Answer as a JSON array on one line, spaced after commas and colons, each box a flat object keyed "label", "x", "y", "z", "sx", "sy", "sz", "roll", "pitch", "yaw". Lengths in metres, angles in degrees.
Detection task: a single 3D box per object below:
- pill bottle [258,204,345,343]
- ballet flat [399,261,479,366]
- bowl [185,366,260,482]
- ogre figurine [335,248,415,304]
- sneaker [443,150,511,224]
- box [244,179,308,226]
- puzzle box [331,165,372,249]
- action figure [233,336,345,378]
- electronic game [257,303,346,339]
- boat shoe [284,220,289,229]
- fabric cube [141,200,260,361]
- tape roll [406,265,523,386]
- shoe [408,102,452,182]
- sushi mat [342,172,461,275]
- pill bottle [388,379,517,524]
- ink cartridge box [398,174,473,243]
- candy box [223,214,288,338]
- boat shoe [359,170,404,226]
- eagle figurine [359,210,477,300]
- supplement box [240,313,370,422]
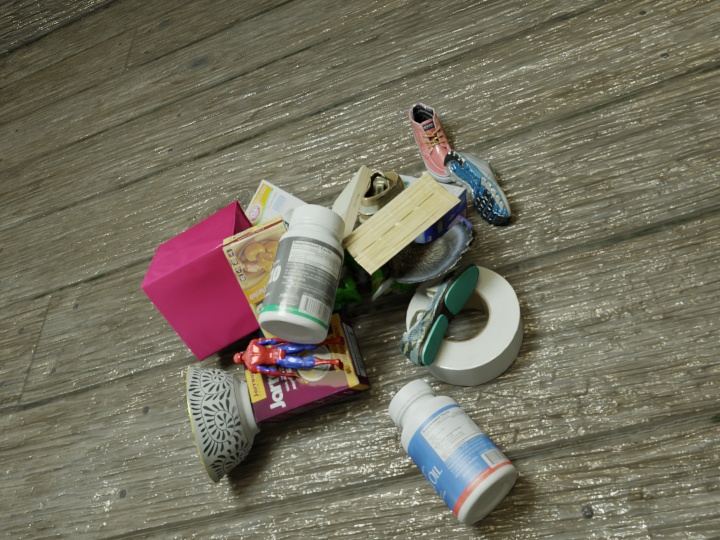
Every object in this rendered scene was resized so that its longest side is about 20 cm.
[{"label": "pill bottle", "x": -0.088, "y": 0.005, "z": 0.871, "sx": 0.111, "sy": 0.113, "sz": 0.204, "roll": 0, "pitch": 63, "yaw": 24}, {"label": "ballet flat", "x": 0.127, "y": 0.063, "z": 0.902, "sx": 0.073, "sy": 0.075, "sz": 0.202, "roll": 21, "pitch": 66, "yaw": 34}, {"label": "bowl", "x": -0.232, "y": 0.256, "z": 0.951, "sx": 0.092, "sy": 0.203, "sz": 0.203, "roll": -16, "pitch": 50, "yaw": -7}, {"label": "ogre figurine", "x": 0.000, "y": 0.000, "z": 1.072, "sx": 0.196, "sy": 0.098, "sz": 0.122, "roll": -22, "pitch": 55, "yaw": 12}, {"label": "sneaker", "x": 0.259, "y": -0.181, "z": 1.105, "sx": 0.085, "sy": 0.076, "sz": 0.202, "roll": -14, "pitch": 58, "yaw": -27}, {"label": "box", "x": -0.156, "y": -0.104, "z": 1.193, "sx": 0.198, "sy": 0.101, "sz": 0.114, "roll": 31, "pitch": 91, "yaw": 36}, {"label": "puzzle box", "x": -0.039, "y": -0.095, "z": 1.050, "sx": 0.133, "sy": 0.025, "sz": 0.203, "roll": -43, "pitch": 23, "yaw": 50}, {"label": "action figure", "x": -0.123, "y": 0.144, "z": 0.902, "sx": 0.195, "sy": 0.052, "sz": 0.067, "roll": -4, "pitch": 69, "yaw": 13}, {"label": "electronic game", "x": -0.121, "y": 0.100, "z": 1.092, "sx": 0.195, "sy": 0.042, "sz": 0.204, "roll": -12, "pitch": 53, "yaw": 16}, {"label": "boat shoe", "x": -0.138, "y": 0.005, "z": 1.042, "sx": 0.069, "sy": 0.091, "sz": 0.205, "roll": -13, "pitch": 79, "yaw": 13}, {"label": "fabric cube", "x": -0.286, "y": 0.016, "z": 1.089, "sx": 0.196, "sy": 0.198, "sz": 0.201, "roll": -29, "pitch": 28, "yaw": 4}, {"label": "tape roll", "x": 0.182, "y": 0.093, "z": 0.944, "sx": 0.198, "sy": 0.071, "sz": 0.206, "roll": -12, "pitch": 54, "yaw": 17}, {"label": "shoe", "x": 0.160, "y": -0.289, "z": 1.205, "sx": 0.070, "sy": 0.091, "sz": 0.203, "roll": -25, "pitch": 51, "yaw": 5}, {"label": "sushi mat", "x": 0.066, "y": -0.081, "z": 0.909, "sx": 0.199, "sy": 0.012, "sz": 0.096, "roll": -39, "pitch": 56, "yaw": -4}, {"label": "pill bottle", "x": 0.131, "y": 0.266, "z": 0.820, "sx": 0.112, "sy": 0.113, "sz": 0.200, "roll": -39, "pitch": 50, "yaw": -7}, {"label": "ink cartridge box", "x": 0.127, "y": -0.115, "z": 1.087, "sx": 0.197, "sy": 0.078, "sz": 0.136, "roll": 17, "pitch": 46, "yaw": 34}, {"label": "candy box", "x": -0.154, "y": 0.018, "z": 0.970, "sx": 0.113, "sy": 0.203, "sz": 0.055, "roll": -23, "pitch": 23, "yaw": -4}, {"label": "boat shoe", "x": 0.042, "y": -0.156, "z": 1.029, "sx": 0.070, "sy": 0.078, "sz": 0.201, "roll": -4, "pitch": 31, "yaw": 15}, {"label": "eagle figurine", "x": 0.101, "y": -0.030, "z": 0.945, "sx": 0.195, "sy": 0.153, "sz": 0.154, "roll": 7, "pitch": 52, "yaw": 12}, {"label": "supplement box", "x": -0.097, "y": 0.178, "z": 0.967, "sx": 0.196, "sy": 0.103, "sz": 0.133, "roll": -23, "pitch": 72, "yaw": 8}]
